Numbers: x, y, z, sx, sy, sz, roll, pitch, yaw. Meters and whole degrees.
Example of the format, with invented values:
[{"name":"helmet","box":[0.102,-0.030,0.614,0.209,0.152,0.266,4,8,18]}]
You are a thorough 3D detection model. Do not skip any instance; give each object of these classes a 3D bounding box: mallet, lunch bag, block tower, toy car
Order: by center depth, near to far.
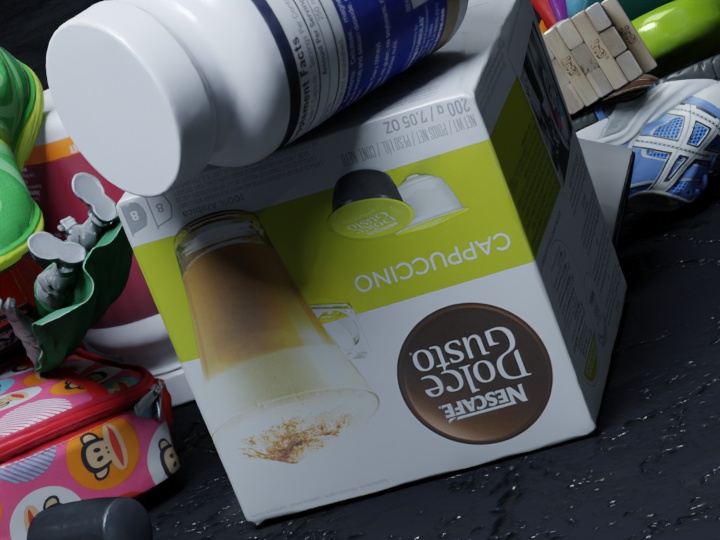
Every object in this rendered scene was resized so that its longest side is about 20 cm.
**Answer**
[{"name":"mallet","box":[-0.173,0.179,1.379,0.066,0.041,0.200,-16,20,31]},{"name":"lunch bag","box":[-0.189,0.103,1.575,0.176,0.082,0.200,-23,13,-22]},{"name":"block tower","box":[0.083,-0.096,1.655,0.200,0.054,0.058,-31,-1,8]},{"name":"toy car","box":[0.178,-0.175,1.830,0.175,0.150,0.200,-23,0,-8]}]

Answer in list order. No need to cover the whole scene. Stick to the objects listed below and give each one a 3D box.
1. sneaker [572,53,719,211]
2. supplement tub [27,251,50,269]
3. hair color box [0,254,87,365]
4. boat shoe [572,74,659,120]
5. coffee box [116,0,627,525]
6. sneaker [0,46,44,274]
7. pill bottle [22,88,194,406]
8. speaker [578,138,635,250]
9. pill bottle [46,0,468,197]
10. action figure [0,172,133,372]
[{"name":"sneaker","box":[0.195,-0.080,1.669,0.200,0.077,0.076,-26,-3,-9]},{"name":"supplement tub","box":[-0.273,0.002,1.928,0.122,0.123,0.200,-4,23,47]},{"name":"hair color box","box":[-0.240,0.035,1.667,0.101,0.061,0.200,-29,-11,0]},{"name":"boat shoe","box":[0.116,-0.056,1.717,0.200,0.076,0.072,-32,21,0]},{"name":"coffee box","box":[0.015,-0.011,1.454,0.199,0.198,0.200,-16,19,16]},{"name":"sneaker","box":[-0.228,-0.064,1.548,0.074,0.084,0.200,-26,39,16]},{"name":"pill bottle","box":[-0.139,-0.021,1.681,0.113,0.200,0.113,-20,16,6]},{"name":"speaker","box":[0.057,-0.053,1.593,0.199,0.081,0.081,12,22,7]},{"name":"pill bottle","box":[-0.050,-0.121,1.332,0.200,0.116,0.116,-33,20,-34]},{"name":"action figure","box":[-0.165,0.009,1.517,0.118,0.055,0.200,-54,-3,-23]}]
